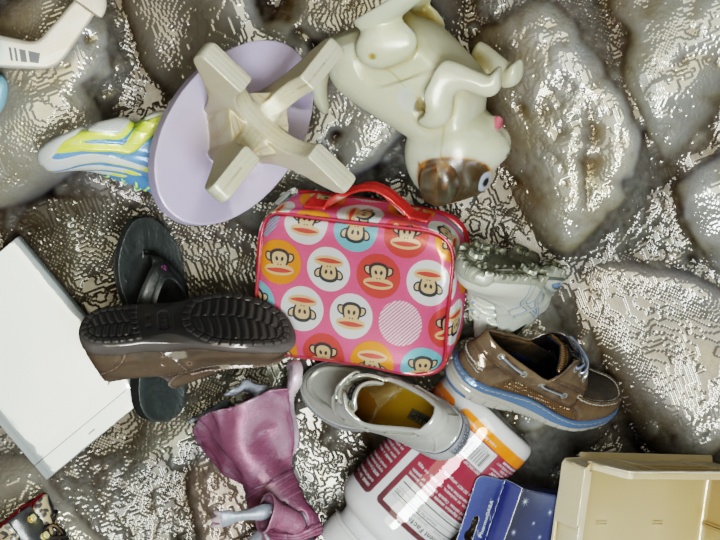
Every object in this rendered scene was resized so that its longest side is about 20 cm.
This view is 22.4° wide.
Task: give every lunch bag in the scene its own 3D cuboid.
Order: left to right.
[{"bbox_3d":[0.000,0.000,1.708,0.200,0.082,0.177,10,113,13],"label":"lunch bag"}]

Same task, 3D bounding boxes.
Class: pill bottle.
[{"bbox_3d":[0.058,0.205,1.743,0.113,0.113,0.200,44,92,-4],"label":"pill bottle"}]

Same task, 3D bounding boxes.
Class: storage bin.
[{"bbox_3d":[0.279,0.278,1.724,0.198,0.094,0.201,5,95,-31],"label":"storage bin"}]

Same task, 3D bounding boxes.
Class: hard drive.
[{"bbox_3d":[-0.318,0.085,1.769,0.132,0.027,0.200,-39,94,1],"label":"hard drive"}]

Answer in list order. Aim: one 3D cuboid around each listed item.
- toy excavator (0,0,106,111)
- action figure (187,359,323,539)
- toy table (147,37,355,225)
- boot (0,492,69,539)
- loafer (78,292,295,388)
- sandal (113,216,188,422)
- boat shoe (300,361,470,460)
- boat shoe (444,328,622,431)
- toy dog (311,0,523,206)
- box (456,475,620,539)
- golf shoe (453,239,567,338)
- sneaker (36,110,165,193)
[{"bbox_3d":[-0.351,-0.197,1.724,0.200,0.100,0.195,8,96,-15],"label":"toy excavator"},{"bbox_3d":[-0.082,0.208,1.738,0.149,0.134,0.200,-28,82,-11],"label":"action figure"},{"bbox_3d":[-0.098,-0.130,1.666,0.184,0.117,0.200,31,75,-22],"label":"toy table"},{"bbox_3d":[-0.272,0.283,1.764,0.200,0.073,0.151,-33,94,7],"label":"boot"},{"bbox_3d":[-0.160,0.069,1.697,0.199,0.073,0.071,1,132,-1],"label":"loafer"},{"bbox_3d":[-0.188,0.046,1.744,0.075,0.048,0.201,-15,103,-42],"label":"sandal"},{"bbox_3d":[0.010,0.121,1.705,0.070,0.200,0.071,42,75,-46],"label":"boat shoe"},{"bbox_3d":[0.179,0.100,1.718,0.200,0.072,0.072,10,129,-35],"label":"boat shoe"},{"bbox_3d":[0.060,-0.157,1.707,0.194,0.140,0.200,-31,94,15],"label":"toy dog"},{"bbox_3d":[0.175,0.269,1.739,0.200,0.032,0.121,15,95,-36],"label":"box"},{"bbox_3d":[0.132,0.028,1.694,0.078,0.200,0.097,30,99,24],"label":"golf shoe"},{"bbox_3d":[-0.203,-0.098,1.734,0.200,0.076,0.105,-14,95,-1],"label":"sneaker"}]
